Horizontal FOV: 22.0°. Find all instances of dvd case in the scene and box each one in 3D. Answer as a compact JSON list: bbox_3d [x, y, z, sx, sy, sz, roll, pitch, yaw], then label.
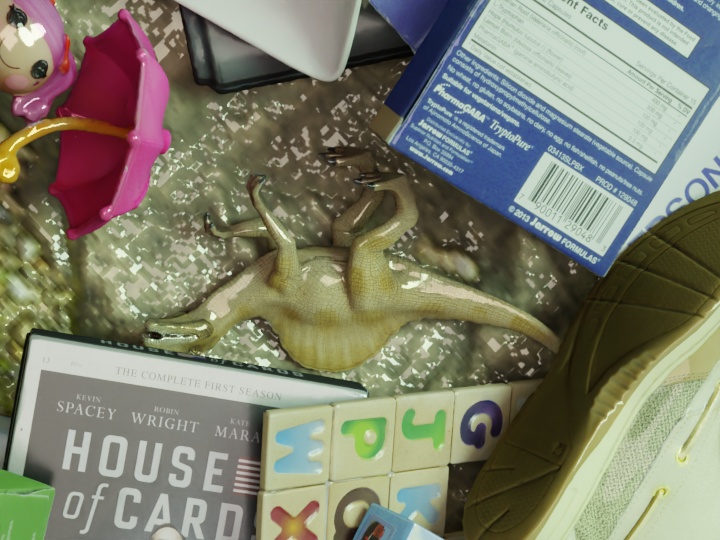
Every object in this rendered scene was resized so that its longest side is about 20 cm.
[{"bbox_3d":[-0.086,0.136,0.797,0.149,0.025,0.202,10,94,-11],"label":"dvd case"}]

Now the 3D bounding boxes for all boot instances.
[{"bbox_3d":[0.153,0.078,0.829,0.154,0.072,0.201,40,83,-31],"label":"boot"}]

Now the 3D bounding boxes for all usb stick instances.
[{"bbox_3d":[0.019,-0.124,0.833,0.198,0.033,0.056,-12,97,-4],"label":"usb stick"}]

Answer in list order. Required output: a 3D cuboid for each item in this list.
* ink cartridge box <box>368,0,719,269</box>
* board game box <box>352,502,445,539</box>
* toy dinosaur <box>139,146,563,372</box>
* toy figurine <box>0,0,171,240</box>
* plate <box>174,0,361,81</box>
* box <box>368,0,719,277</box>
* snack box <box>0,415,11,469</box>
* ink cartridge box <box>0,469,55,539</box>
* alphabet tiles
[{"bbox_3d":[0.129,-0.125,0.811,0.200,0.041,0.200,-46,116,0],"label":"ink cartridge box"},{"bbox_3d":[0.018,0.223,0.809,0.151,0.036,0.201,34,78,-37],"label":"board game box"},{"bbox_3d":[0.000,0.000,0.842,0.198,0.058,0.102,-1,111,-1],"label":"toy dinosaur"},{"bbox_3d":[-0.167,-0.063,0.761,0.184,0.150,0.201,-34,112,-30],"label":"toy figurine"},{"bbox_3d":[-0.068,-0.195,0.744,0.199,0.201,0.032,29,49,9],"label":"plate"},{"bbox_3d":[0.106,-0.111,0.768,0.121,0.032,0.201,30,98,-24],"label":"box"},{"bbox_3d":[-0.140,0.147,0.832,0.198,0.053,0.143,17,92,-7],"label":"snack box"},{"bbox_3d":[-0.233,0.114,0.766,0.199,0.059,0.105,14,92,21],"label":"ink cartridge box"},{"bbox_3d":[0.021,0.153,0.824,0.166,0.008,0.202,-4,101,-37],"label":"alphabet tiles"}]
